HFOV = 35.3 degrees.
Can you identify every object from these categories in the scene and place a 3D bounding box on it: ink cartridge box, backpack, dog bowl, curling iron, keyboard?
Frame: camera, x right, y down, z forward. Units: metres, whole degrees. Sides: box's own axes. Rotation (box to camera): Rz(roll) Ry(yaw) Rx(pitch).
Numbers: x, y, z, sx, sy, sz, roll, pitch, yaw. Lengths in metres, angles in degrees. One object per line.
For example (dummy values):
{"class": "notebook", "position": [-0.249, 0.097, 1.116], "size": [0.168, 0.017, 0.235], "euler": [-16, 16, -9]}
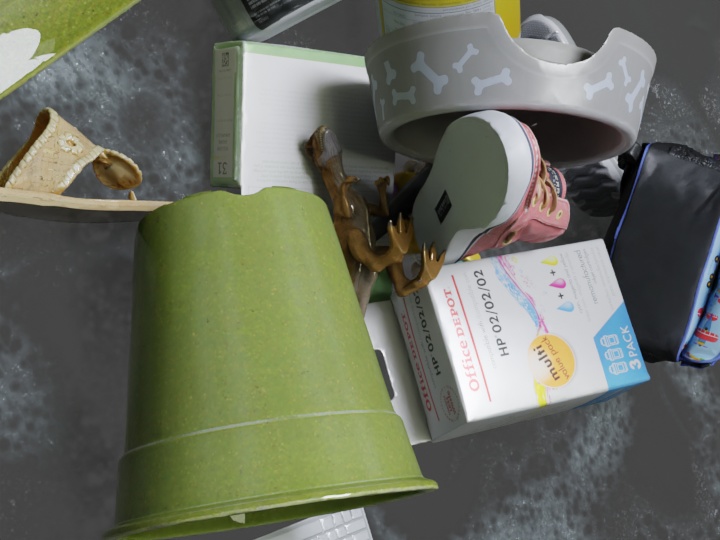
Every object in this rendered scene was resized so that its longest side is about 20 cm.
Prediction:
{"class": "ink cartridge box", "position": [0.098, 0.053, 0.827], "size": [0.199, 0.068, 0.115], "euler": [-10, 74, -24]}
{"class": "backpack", "position": [0.283, -0.015, 0.990], "size": [0.200, 0.134, 0.183], "euler": [-7, 114, -66]}
{"class": "dog bowl", "position": [0.101, -0.115, 0.780], "size": [0.200, 0.200, 0.059], "euler": [9, 79, -38]}
{"class": "curling iron", "position": [0.067, -0.069, 0.867], "size": [0.200, 0.026, 0.050], "euler": [-34, 84, -31]}
{"class": "keyboard", "position": [-0.067, 0.210, 0.765], "size": [0.200, 0.011, 0.056], "euler": [-12, 88, -41]}
{"class": "ink cartridge box", "position": [-0.039, -0.060, 0.830], "size": [0.145, 0.048, 0.201], "euler": [-1, 96, -40]}

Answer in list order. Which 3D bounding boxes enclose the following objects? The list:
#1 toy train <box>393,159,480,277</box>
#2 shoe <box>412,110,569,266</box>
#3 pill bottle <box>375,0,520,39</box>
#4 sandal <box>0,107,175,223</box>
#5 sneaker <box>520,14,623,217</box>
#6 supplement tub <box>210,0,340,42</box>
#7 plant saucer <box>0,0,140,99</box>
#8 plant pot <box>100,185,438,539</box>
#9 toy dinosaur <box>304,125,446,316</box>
{"class": "toy train", "position": [0.089, -0.041, 0.925], "size": [0.150, 0.056, 0.200], "euler": [-24, 95, -40]}
{"class": "shoe", "position": [0.101, -0.059, 0.759], "size": [0.091, 0.200, 0.072], "euler": [-16, 77, -14]}
{"class": "pill bottle", "position": [0.066, -0.212, 0.864], "size": [0.112, 0.112, 0.200], "euler": [-51, 147, -35]}
{"class": "sandal", "position": [-0.196, -0.064, 0.678], "size": [0.211, 0.078, 0.070], "euler": [-5, 89, -35]}
{"class": "sneaker", "position": [0.195, -0.148, 1.037], "size": [0.082, 0.075, 0.200], "euler": [-53, 125, -41]}
{"class": "supplement tub", "position": [-0.080, -0.271, 0.792], "size": [0.122, 0.122, 0.200], "euler": [-35, 102, -39]}
{"class": "plant saucer", "position": [-0.179, -0.208, 0.660], "size": [0.048, 0.200, 0.200], "euler": [40, 59, 7]}
{"class": "plant pot", "position": [-0.065, 0.056, 0.690], "size": [0.200, 0.200, 0.191], "euler": [3, 72, -39]}
{"class": "toy dinosaur", "position": [0.000, 0.000, 0.788], "size": [0.060, 0.106, 0.201], "euler": [2, 86, -49]}
